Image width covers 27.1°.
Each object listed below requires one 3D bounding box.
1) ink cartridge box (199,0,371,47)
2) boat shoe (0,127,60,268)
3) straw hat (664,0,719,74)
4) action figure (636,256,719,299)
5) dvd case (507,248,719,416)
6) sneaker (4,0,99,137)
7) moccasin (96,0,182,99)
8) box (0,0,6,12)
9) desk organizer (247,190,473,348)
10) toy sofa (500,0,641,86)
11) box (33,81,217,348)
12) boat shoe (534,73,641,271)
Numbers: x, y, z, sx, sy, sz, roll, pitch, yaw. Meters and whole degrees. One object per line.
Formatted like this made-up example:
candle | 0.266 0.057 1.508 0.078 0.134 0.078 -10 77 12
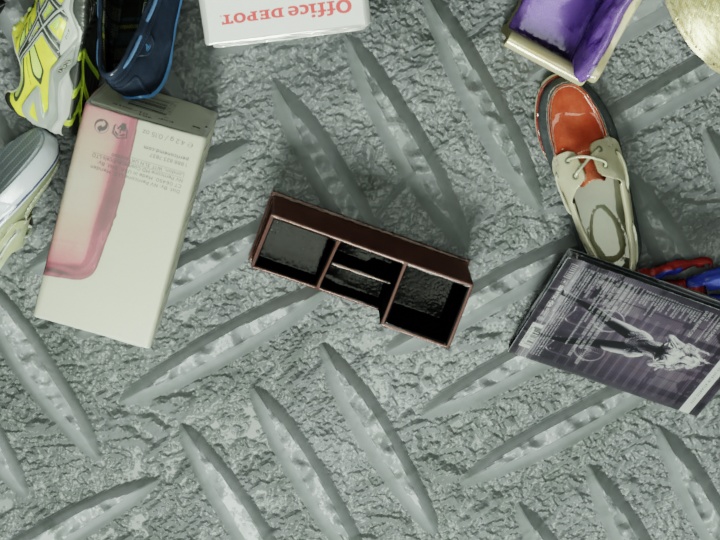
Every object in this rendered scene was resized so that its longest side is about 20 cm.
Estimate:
ink cartridge box | -0.073 -0.302 1.282 0.144 0.084 0.201 -7 105 1
boat shoe | -0.334 -0.045 1.370 0.062 0.072 0.200 34 108 -35
straw hat | 0.368 -0.252 1.305 0.200 0.085 0.202 0 107 -1
action figure | 0.322 0.021 1.403 0.199 0.052 0.066 -5 101 5
dvd case | 0.256 0.060 1.391 0.199 0.016 0.149 19 137 -6
sneaker | -0.266 -0.221 1.310 0.076 0.075 0.201 14 99 8
moccasin | -0.186 -0.249 1.271 0.080 0.068 0.201 -5 80 22
box | -0.408 -0.256 1.253 0.200 0.158 0.050 36 103 -10
desk organizer | 0.000 0.000 1.375 0.199 0.077 0.072 19 105 -6
toy sofa | 0.205 -0.266 1.292 0.083 0.098 0.200 27 105 -9
box | -0.207 -0.053 1.330 0.109 0.128 0.201 16 105 -5
boat shoe | 0.210 -0.082 1.364 0.071 0.063 0.201 -16 104 6
